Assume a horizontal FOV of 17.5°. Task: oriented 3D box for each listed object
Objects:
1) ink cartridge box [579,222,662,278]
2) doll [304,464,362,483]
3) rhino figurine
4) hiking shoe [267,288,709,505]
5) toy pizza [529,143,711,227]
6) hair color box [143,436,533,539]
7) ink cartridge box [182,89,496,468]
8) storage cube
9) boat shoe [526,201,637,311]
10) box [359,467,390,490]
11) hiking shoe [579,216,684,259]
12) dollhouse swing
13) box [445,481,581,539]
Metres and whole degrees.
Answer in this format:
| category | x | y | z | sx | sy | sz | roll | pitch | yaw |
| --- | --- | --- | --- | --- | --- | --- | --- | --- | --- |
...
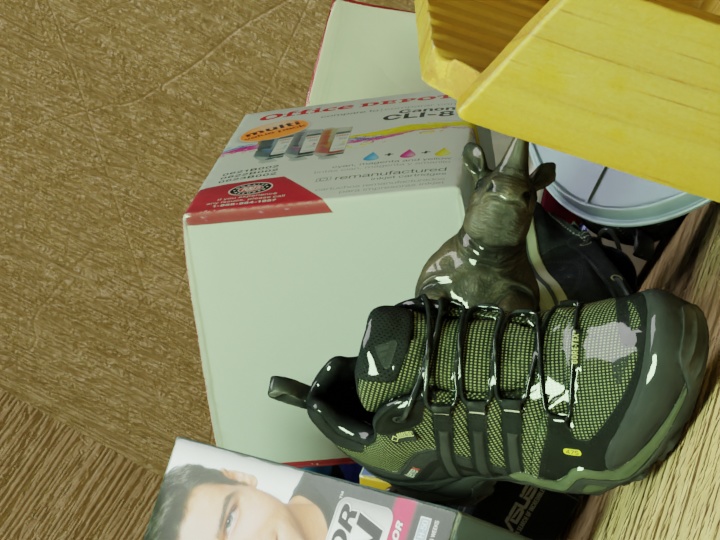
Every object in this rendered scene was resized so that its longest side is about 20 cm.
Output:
| category | x | y | z | sx | sy | sz | roll | pitch | yaw |
| --- | --- | --- | --- | --- | --- | --- | --- | --- | --- |
| ink cartridge box | 0.169 | -0.050 | 1.388 | 0.094 | 0.044 | 0.200 | -59 | -3 | -46 |
| doll | -0.023 | 0.149 | 1.327 | 0.200 | 0.048 | 0.137 | -22 | -69 | -80 |
| rhino figurine | 0.052 | 0.018 | 1.076 | 0.088 | 0.060 | 0.201 | -66 | -11 | -63 |
| hiking shoe | 0.050 | 0.049 | 0.951 | 0.200 | 0.100 | 0.076 | -24 | 53 | 46 |
| toy pizza | 0.159 | -0.109 | 1.114 | 0.200 | 0.032 | 0.201 | -28 | 48 | 36 |
| hair color box | -0.018 | 0.143 | 1.043 | 0.200 | 0.061 | 0.099 | 9 | 78 | 50 |
| ink cartridge box | 0.000 | 0.000 | 1.251 | 0.200 | 0.145 | 0.145 | -72 | -25 | -71 |
| storage cube | 0.059 | -0.051 | 1.521 | 0.180 | 0.170 | 0.201 | 61 | -138 | -65 |
| boat shoe | 0.104 | 0.015 | 1.169 | 0.200 | 0.062 | 0.075 | -106 | 17 | -71 |
| box | 0.031 | 0.139 | 1.367 | 0.119 | 0.041 | 0.201 | -66 | -20 | -49 |
| hiking shoe | 0.177 | -0.101 | 1.191 | 0.101 | 0.075 | 0.201 | -132 | 60 | -73 |
| dollhouse swing | 0.136 | -0.146 | 0.955 | 0.200 | 0.181 | 0.176 | -89 | 18 | -68 |
| box | 0.076 | 0.122 | 1.221 | 0.161 | 0.043 | 0.200 | -62 | -1 | 27 |
